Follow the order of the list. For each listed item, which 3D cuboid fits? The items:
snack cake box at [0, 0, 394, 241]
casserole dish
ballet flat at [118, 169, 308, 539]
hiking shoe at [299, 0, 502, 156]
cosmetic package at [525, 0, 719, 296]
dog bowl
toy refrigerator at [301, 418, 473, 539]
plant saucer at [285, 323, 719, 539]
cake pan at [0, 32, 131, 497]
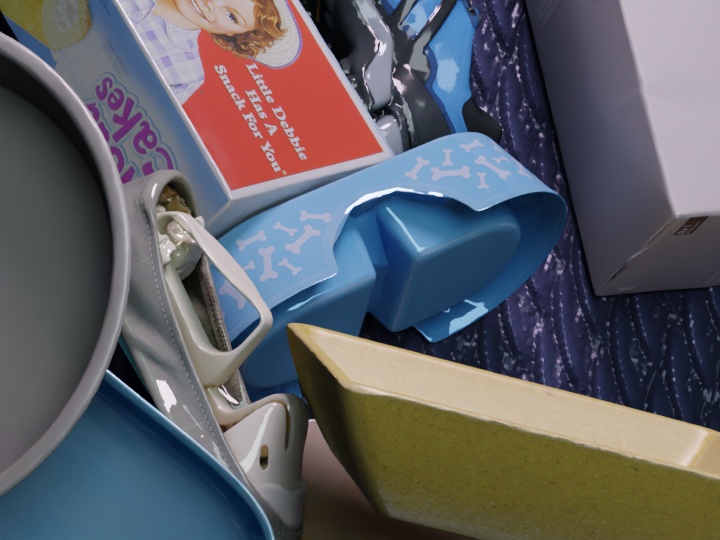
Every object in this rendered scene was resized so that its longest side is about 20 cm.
[{"bbox_3d":[-0.086,-0.106,1.080,0.115,0.067,0.201,-16,70,-49],"label":"snack cake box"},{"bbox_3d":[-0.121,0.096,0.911,0.199,0.039,0.121,37,89,8],"label":"casserole dish"},{"bbox_3d":[-0.057,0.050,0.960,0.063,0.067,0.201,-28,76,14],"label":"ballet flat"},{"bbox_3d":[0.013,-0.133,1.153,0.086,0.074,0.202,-5,80,-27],"label":"hiking shoe"},{"bbox_3d":[0.146,-0.099,1.155,0.089,0.107,0.202,-8,73,-21],"label":"cosmetic package"},{"bbox_3d":[0.000,0.000,1.071,0.199,0.112,0.050,-24,65,-24],"label":"dog bowl"},{"bbox_3d":[-0.039,0.110,1.030,0.198,0.076,0.071,-2,70,-19],"label":"toy refrigerator"},{"bbox_3d":[0.069,0.075,0.904,0.198,0.200,0.049,15,93,-8],"label":"plant saucer"},{"bbox_3d":[-0.178,0.002,0.890,0.198,0.037,0.202,-2,79,10],"label":"cake pan"}]
